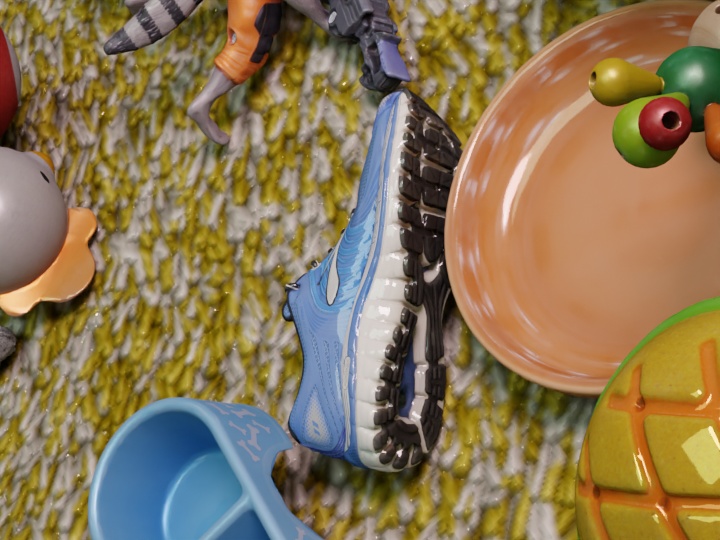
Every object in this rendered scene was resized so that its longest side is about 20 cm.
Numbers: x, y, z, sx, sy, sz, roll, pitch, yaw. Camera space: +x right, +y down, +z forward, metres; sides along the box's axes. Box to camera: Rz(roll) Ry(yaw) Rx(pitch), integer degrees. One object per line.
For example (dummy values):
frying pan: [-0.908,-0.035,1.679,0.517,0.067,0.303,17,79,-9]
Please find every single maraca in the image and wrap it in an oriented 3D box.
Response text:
maraca: [0.139,0.107,0.662,0.137,0.106,0.201,39,115,38]

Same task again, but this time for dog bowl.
dog bowl: [-0.068,0.143,0.791,0.111,0.049,0.200,-44,51,11]

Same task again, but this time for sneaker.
sneaker: [0.000,0.000,0.836,0.089,0.078,0.202,-1,69,35]

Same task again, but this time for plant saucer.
plant saucer: [0.132,-0.033,0.777,0.199,0.037,0.202,-17,59,30]

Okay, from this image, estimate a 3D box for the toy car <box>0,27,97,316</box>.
toy car: [-0.240,-0.059,1.025,0.199,0.185,0.177,35,68,4]

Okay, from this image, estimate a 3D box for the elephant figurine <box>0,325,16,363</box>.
elephant figurine: [-0.348,0.041,1.031,0.199,0.155,0.142,-26,89,40]

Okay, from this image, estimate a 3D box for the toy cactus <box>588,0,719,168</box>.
toy cactus: [0.158,-0.107,0.663,0.102,0.165,0.201,33,75,3]

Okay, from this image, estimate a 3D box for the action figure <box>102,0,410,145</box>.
action figure: [-0.051,-0.167,0.942,0.194,0.104,0.201,-47,44,23]

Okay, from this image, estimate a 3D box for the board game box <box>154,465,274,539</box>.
board game box: [-0.118,0.205,0.855,0.199,0.034,0.136,-31,54,23]
